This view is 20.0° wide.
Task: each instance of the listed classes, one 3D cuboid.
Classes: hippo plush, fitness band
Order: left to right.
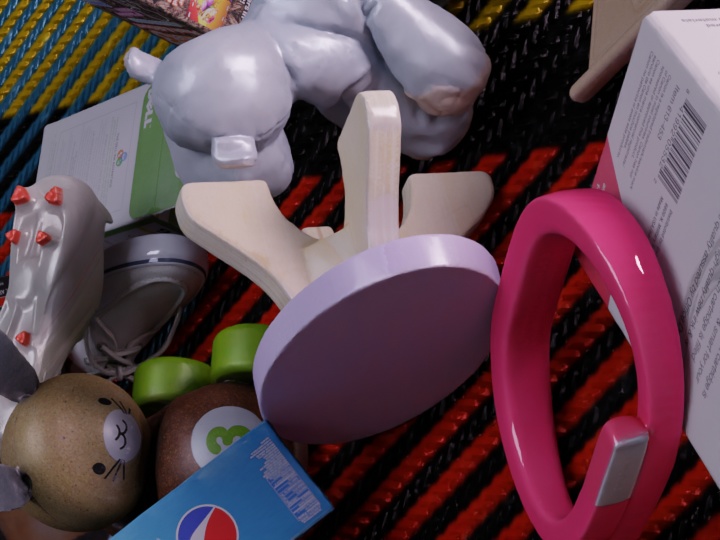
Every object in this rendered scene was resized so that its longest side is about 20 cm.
[{"bbox_3d":[-0.031,-0.105,1.152,0.159,0.200,0.161,36,64,19],"label":"hippo plush"},{"bbox_3d":[0.105,0.050,0.978,0.200,0.037,0.144,102,155,-53],"label":"fitness band"}]

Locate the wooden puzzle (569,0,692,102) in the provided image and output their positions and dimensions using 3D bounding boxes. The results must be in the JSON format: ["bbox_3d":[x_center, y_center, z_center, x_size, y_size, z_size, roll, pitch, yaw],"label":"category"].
[{"bbox_3d":[0.166,-0.204,1.066,0.185,0.037,0.201,134,148,-69],"label":"wooden puzzle"}]

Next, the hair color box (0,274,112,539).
[{"bbox_3d":[-0.232,0.109,1.309,0.061,0.101,0.200,-43,66,55],"label":"hair color box"}]

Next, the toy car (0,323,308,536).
[{"bbox_3d":[-0.146,0.105,1.192,0.158,0.200,0.165,-22,56,43],"label":"toy car"}]

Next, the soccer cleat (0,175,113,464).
[{"bbox_3d":[-0.201,0.039,1.271,0.069,0.078,0.201,8,76,33],"label":"soccer cleat"}]

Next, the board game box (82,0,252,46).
[{"bbox_3d":[-0.120,-0.241,1.334,0.097,0.200,0.160,13,82,53],"label":"board game box"}]

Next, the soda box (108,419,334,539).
[{"bbox_3d":[-0.113,0.169,1.101,0.200,0.064,0.068,-36,-6,-15],"label":"soda box"}]

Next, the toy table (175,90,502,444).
[{"bbox_3d":[0.000,0.000,1.105,0.200,0.183,0.117,-49,47,47],"label":"toy table"}]

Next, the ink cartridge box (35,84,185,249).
[{"bbox_3d":[-0.144,-0.066,1.390,0.200,0.059,0.104,-16,61,45],"label":"ink cartridge box"}]

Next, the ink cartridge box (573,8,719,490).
[{"bbox_3d":[0.184,-0.002,0.905,0.200,0.084,0.145,-117,30,-44],"label":"ink cartridge box"}]

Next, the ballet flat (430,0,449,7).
[{"bbox_3d":[0.033,-0.186,1.236,0.200,0.064,0.068,-35,48,35],"label":"ballet flat"}]

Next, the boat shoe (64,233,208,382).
[{"bbox_3d":[-0.169,0.050,1.350,0.202,0.074,0.086,-31,50,41],"label":"boat shoe"}]
